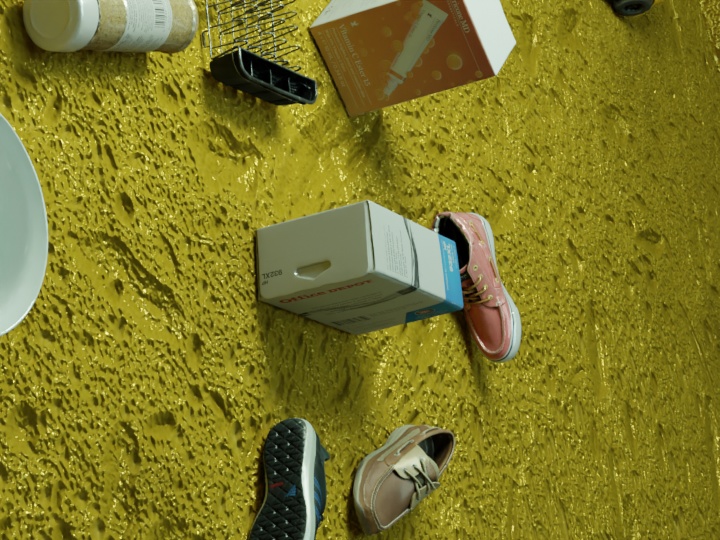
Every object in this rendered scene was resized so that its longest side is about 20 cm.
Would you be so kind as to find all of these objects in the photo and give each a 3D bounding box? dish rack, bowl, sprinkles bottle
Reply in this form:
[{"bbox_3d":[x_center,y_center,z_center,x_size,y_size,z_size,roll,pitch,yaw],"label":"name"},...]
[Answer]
[{"bbox_3d":[-0.116,-0.282,1.888,0.153,0.054,0.201,17,64,-60],"label":"dish rack"},{"bbox_3d":[-0.336,-0.038,1.337,0.201,0.090,0.202,33,51,-54],"label":"bowl"},{"bbox_3d":[-0.231,-0.238,1.641,0.200,0.068,0.069,-11,89,-62],"label":"sprinkles bottle"}]

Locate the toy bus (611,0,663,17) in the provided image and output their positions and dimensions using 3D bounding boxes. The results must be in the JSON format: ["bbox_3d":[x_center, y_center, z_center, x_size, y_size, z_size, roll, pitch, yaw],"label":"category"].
[{"bbox_3d":[0.499,-0.538,2.990,0.200,0.191,0.136,25,58,-54],"label":"toy bus"}]

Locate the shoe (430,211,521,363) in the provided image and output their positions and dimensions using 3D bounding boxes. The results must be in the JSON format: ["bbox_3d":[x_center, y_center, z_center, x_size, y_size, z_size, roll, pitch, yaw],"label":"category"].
[{"bbox_3d":[0.142,0.021,2.226,0.091,0.071,0.201,5,69,-60],"label":"shoe"}]

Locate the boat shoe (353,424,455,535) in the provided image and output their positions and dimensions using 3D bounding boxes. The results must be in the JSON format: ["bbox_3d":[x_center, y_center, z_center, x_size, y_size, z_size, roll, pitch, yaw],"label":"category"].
[{"bbox_3d":[0.051,0.227,1.962,0.076,0.071,0.200,67,29,-18],"label":"boat shoe"}]

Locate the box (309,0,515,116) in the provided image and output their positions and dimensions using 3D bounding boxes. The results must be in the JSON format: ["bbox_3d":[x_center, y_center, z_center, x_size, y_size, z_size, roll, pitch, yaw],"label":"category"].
[{"bbox_3d":[0.062,-0.277,2.059,0.125,0.199,0.098,64,31,-22],"label":"box"}]

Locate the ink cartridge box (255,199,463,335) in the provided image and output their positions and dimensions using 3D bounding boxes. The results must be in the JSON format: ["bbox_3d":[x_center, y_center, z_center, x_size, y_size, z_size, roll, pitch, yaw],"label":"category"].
[{"bbox_3d":[0.000,0.000,1.885,0.200,0.144,0.084,23,58,-57],"label":"ink cartridge box"}]

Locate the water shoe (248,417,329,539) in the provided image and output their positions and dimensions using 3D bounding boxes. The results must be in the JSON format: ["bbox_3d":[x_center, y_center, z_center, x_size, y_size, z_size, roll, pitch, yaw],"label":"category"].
[{"bbox_3d":[-0.060,0.246,1.750,0.079,0.071,0.201,48,40,-46],"label":"water shoe"}]
